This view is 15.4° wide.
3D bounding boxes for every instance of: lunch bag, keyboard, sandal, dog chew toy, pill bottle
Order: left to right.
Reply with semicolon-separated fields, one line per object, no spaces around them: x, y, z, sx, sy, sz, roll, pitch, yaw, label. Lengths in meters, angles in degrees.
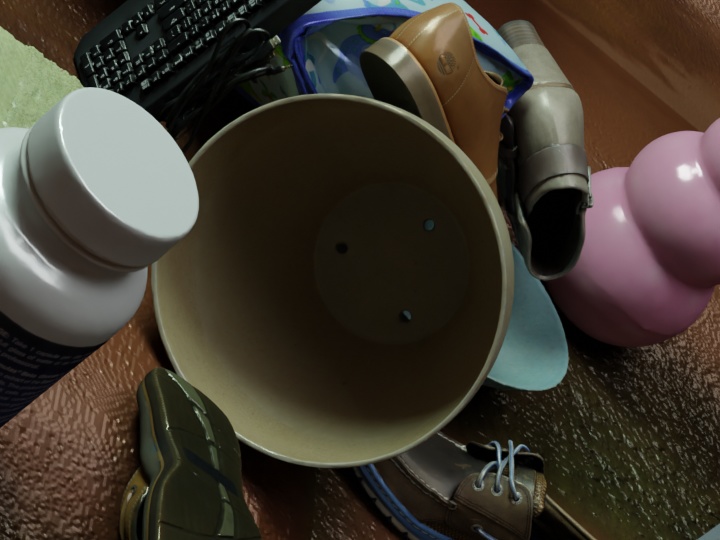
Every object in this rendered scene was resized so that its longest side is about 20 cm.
-0.169;0.004;1.230;0.111;0.200;0.111;33;36;-29;pill bottle
-0.096;0.123;1.358;0.082;0.055;0.200;40;18;-31;sandal
-0.084;-0.142;1.490;0.040;0.200;0.104;14;47;-54;keyboard
-0.023;-0.147;1.605;0.200;0.128;0.170;27;12;-49;lunch bag
0.215;-0.036;1.781;0.124;0.200;0.125;33;35;-28;dog chew toy

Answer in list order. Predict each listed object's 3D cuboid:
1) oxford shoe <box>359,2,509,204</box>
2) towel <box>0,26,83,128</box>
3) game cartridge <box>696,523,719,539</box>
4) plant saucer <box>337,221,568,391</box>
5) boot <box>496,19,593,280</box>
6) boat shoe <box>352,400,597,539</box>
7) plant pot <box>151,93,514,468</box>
0.062;-0.075;1.555;0.071;0.071;0.200;37;-20;35;oxford shoe
-0.217;-0.072;1.405;0.148;0.036;0.200;38;35;-22;towel
0.165;0.218;1.523;0.041;0.133;0.200;50;30;-5;game cartridge
0.043;0.007;1.651;0.201;0.039;0.201;36;27;-21;plant saucer
0.108;-0.057;1.712;0.200;0.070;0.147;85;-5;-56;boot
0.077;0.134;1.549;0.200;0.072;0.072;40;33;-20;boat shoe
0.000;0.000;1.486;0.201;0.200;0.134;55;17;5;plant pot
